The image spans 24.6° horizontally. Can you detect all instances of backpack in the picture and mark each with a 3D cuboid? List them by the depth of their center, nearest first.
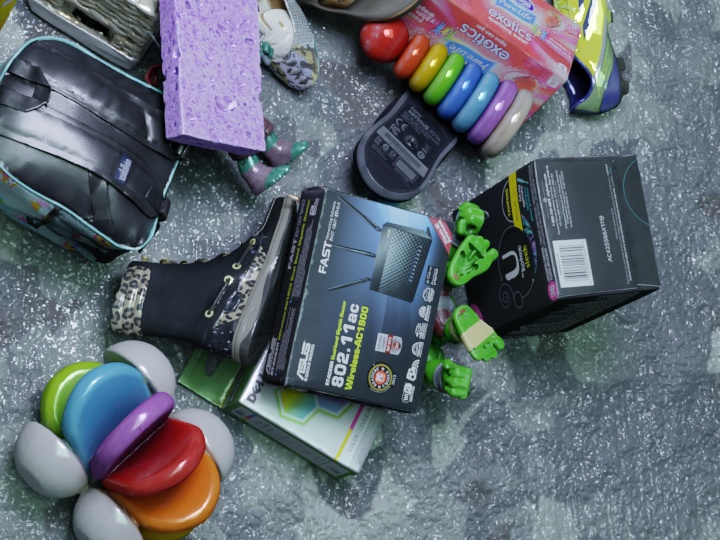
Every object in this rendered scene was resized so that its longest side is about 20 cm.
[{"bbox_3d":[-0.285,-0.120,1.590,0.200,0.153,0.177,33,65,-31],"label":"backpack"}]

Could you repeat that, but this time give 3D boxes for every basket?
[{"bbox_3d":[-0.230,-0.333,1.689,0.135,0.123,0.201,32,67,-13],"label":"basket"}]

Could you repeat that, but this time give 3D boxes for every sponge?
[{"bbox_3d":[-0.146,-0.218,1.618,0.111,0.030,0.201,9,73,-46],"label":"sponge"}]

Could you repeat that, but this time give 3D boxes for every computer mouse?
[{"bbox_3d":[0.056,-0.135,1.805,0.139,0.053,0.200,48,52,-3],"label":"computer mouse"}]

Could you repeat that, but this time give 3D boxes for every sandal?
[{"bbox_3d":[-0.016,-0.314,1.754,0.199,0.055,0.082,12,78,23],"label":"sandal"}]

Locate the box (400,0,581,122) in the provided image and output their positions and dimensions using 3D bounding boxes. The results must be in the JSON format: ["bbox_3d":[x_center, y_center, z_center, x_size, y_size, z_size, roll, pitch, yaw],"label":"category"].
[{"bbox_3d":[0.133,-0.268,1.830,0.199,0.095,0.103,32,48,-13],"label":"box"}]

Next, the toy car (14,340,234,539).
[{"bbox_3d":[-0.213,0.166,1.552,0.175,0.150,0.200,-43,95,-26],"label":"toy car"}]

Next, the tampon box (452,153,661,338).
[{"bbox_3d":[0.203,-0.022,1.750,0.126,0.200,0.151,-4,77,-23],"label":"tampon box"}]

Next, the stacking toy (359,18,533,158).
[{"bbox_3d":[0.085,-0.209,1.785,0.200,0.085,0.086,34,66,-4],"label":"stacking toy"}]

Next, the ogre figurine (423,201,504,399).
[{"bbox_3d":[0.088,0.039,1.731,0.098,0.120,0.201,-8,81,-29],"label":"ogre figurine"}]

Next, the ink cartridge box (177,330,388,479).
[{"bbox_3d":[-0.071,0.116,1.675,0.200,0.059,0.104,33,66,-12],"label":"ink cartridge box"}]

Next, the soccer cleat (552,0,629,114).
[{"bbox_3d":[0.249,-0.277,1.912,0.083,0.065,0.201,-12,82,-22],"label":"soccer cleat"}]

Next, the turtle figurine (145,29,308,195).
[{"bbox_3d":[-0.142,-0.180,1.699,0.200,0.100,0.150,51,50,-14],"label":"turtle figurine"}]

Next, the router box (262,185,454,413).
[{"bbox_3d":[-0.001,0.030,1.628,0.149,0.062,0.201,13,85,-25],"label":"router box"}]

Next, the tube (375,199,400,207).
[{"bbox_3d":[-0.018,-0.010,1.741,0.200,0.050,0.078,-33,91,-31],"label":"tube"}]

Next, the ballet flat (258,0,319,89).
[{"bbox_3d":[-0.106,-0.283,1.751,0.072,0.072,0.201,-21,91,-26],"label":"ballet flat"}]

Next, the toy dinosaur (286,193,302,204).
[{"bbox_3d":[0.000,0.000,1.684,0.106,0.060,0.201,-27,118,-33],"label":"toy dinosaur"}]

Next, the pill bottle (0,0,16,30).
[{"bbox_3d":[-0.379,-0.276,1.567,0.109,0.200,0.110,6,74,-21],"label":"pill bottle"}]

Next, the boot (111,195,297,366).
[{"bbox_3d":[-0.150,-0.003,1.647,0.153,0.074,0.204,9,52,10],"label":"boot"}]
